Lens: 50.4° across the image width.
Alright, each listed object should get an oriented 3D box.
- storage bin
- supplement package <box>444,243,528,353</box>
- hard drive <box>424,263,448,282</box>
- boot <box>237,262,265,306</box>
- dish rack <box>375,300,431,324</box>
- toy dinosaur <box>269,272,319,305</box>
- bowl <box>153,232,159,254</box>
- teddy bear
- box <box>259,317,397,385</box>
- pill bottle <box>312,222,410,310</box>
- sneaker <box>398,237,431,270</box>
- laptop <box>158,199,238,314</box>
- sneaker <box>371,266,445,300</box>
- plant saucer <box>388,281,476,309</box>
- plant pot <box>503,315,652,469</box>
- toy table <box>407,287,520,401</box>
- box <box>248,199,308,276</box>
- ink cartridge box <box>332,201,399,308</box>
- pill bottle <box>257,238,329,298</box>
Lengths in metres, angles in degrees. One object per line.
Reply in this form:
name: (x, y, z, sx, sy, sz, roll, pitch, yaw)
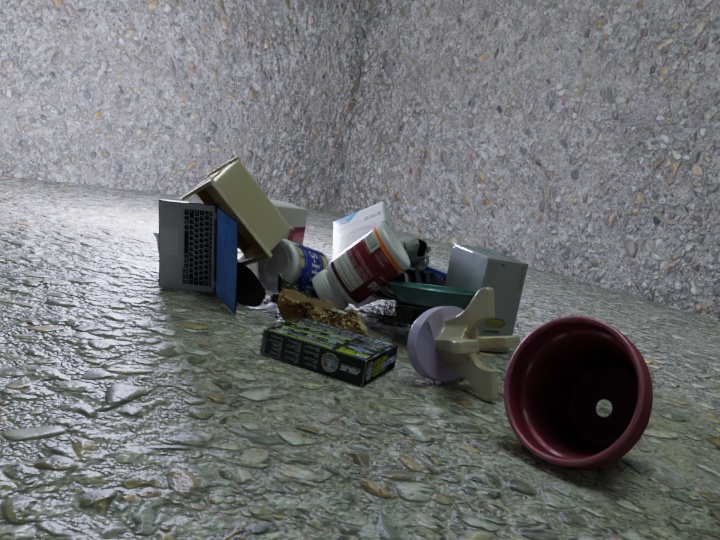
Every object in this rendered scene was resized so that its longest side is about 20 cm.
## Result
storage bin: (-0.274, -0.120, 1.663, 0.094, 0.201, 0.197, -48, 19, -30)
supplement package: (0.267, 0.060, 1.695, 0.108, 0.205, 0.155, 6, 11, -25)
hard drive: (0.172, 0.050, 1.886, 0.025, 0.135, 0.199, -20, 24, -28)
boot: (-0.272, 0.026, 1.700, 0.198, 0.078, 0.138, 33, -5, 21)
dish rack: (0.121, 0.096, 1.694, 0.149, 0.056, 0.200, 9, -1, -16)
toy dinosaur: (-0.130, 0.068, 1.631, 0.199, 0.078, 0.102, 33, 4, -42)
bowl: (-0.393, -0.037, 1.806, 0.195, 0.093, 0.201, 6, 3, 0)
teddy bear: (-0.075, 0.099, 1.518, 0.196, 0.068, 0.145, 14, 15, -32)
box: (-0.051, 0.136, 1.327, 0.195, 0.045, 0.160, 14, 10, 20)
pill bottle: (0.000, 0.000, 1.644, 0.115, 0.198, 0.115, 51, 14, -18)
sneaker: (0.132, -0.034, 1.769, 0.080, 0.077, 0.199, -14, -8, 20)
laptop: (-0.333, -0.030, 1.555, 0.194, 0.192, 0.116, 6, 17, 3)
sneaker: (0.119, 0.034, 1.739, 0.195, 0.081, 0.079, -1, -18, -24)
plant saucer: (0.151, 0.053, 1.585, 0.194, 0.037, 0.200, 7, 3, 0)
plant pot: (0.327, 0.182, 1.089, 0.197, 0.205, 0.178, 17, -4, 39)
toy table: (0.183, 0.125, 1.318, 0.115, 0.189, 0.198, -3, 9, 42)
box: (-0.211, -0.066, 1.887, 0.107, 0.206, 0.127, 5, 10, -28)
ink cartridge box: (0.023, -0.040, 1.862, 0.144, 0.148, 0.201, -21, 28, 10)
pill bottle: (-0.133, 0.006, 1.767, 0.118, 0.123, 0.198, 17, 0, 37)
